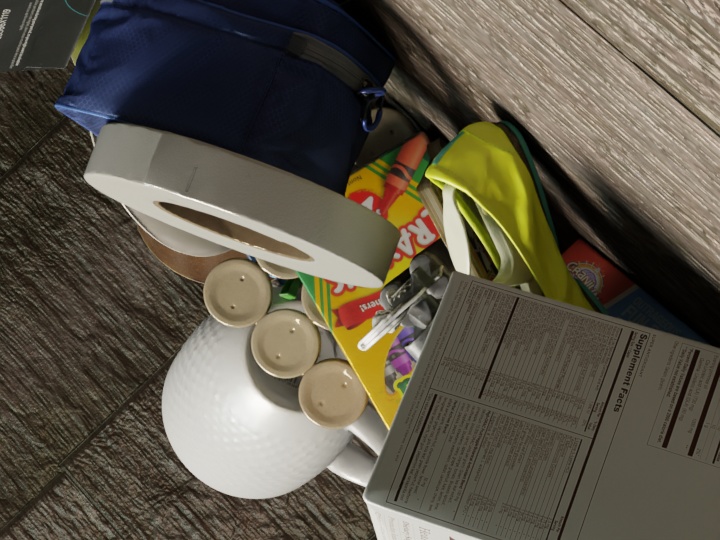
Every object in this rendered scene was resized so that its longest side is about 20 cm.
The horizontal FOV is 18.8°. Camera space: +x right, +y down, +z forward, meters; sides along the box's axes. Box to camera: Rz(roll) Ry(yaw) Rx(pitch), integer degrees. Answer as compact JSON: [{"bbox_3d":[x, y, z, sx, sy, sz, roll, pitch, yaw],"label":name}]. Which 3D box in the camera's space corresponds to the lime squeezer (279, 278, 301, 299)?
[{"bbox_3d":[-0.033,-0.067,1.633,0.070,0.201,0.038,17,159,-37],"label":"lime squeezer"}]

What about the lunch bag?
[{"bbox_3d":[-0.075,-0.127,1.381,0.199,0.133,0.136,17,173,21],"label":"lunch bag"}]

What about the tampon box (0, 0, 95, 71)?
[{"bbox_3d":[-0.252,-0.247,1.391,0.150,0.126,0.201,126,133,-56],"label":"tampon box"}]

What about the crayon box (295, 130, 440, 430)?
[{"bbox_3d":[0.041,0.020,1.504,0.200,0.127,0.051,59,-174,0],"label":"crayon box"}]

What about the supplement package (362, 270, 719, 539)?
[{"bbox_3d":[0.127,0.127,1.215,0.199,0.147,0.191,16,158,15],"label":"supplement package"}]

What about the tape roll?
[{"bbox_3d":[-0.073,-0.040,1.350,0.202,0.037,0.203,20,173,2],"label":"tape roll"}]

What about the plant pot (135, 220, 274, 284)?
[{"bbox_3d":[-0.112,-0.117,1.851,0.187,0.187,0.200,44,160,23],"label":"plant pot"}]

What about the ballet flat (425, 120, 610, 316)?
[{"bbox_3d":[0.097,0.009,1.276,0.200,0.067,0.067,63,160,-13],"label":"ballet flat"}]

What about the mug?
[{"bbox_3d":[-0.044,0.101,1.657,0.200,0.148,0.175,37,158,-2],"label":"mug"}]

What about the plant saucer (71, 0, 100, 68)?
[{"bbox_3d":[-0.130,-0.179,1.518,0.031,0.200,0.200,-12,132,36],"label":"plant saucer"}]

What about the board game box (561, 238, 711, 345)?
[{"bbox_3d":[0.203,0.082,1.379,0.153,0.040,0.200,43,174,39],"label":"board game box"}]

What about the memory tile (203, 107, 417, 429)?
[{"bbox_3d":[0.000,0.000,1.540,0.153,0.200,0.017,45,-175,2],"label":"memory tile"}]

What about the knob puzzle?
[{"bbox_3d":[0.102,-0.002,1.421,0.220,0.030,0.220,57,-165,-24],"label":"knob puzzle"}]

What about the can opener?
[{"bbox_3d":[0.049,0.023,1.361,0.067,0.053,0.200,47,-162,3],"label":"can opener"}]

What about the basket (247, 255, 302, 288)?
[{"bbox_3d":[-0.025,-0.027,1.748,0.199,0.139,0.176,9,156,25],"label":"basket"}]

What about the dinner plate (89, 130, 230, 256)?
[{"bbox_3d":[-0.120,-0.110,1.554,0.024,0.200,0.200,-14,130,38],"label":"dinner plate"}]
